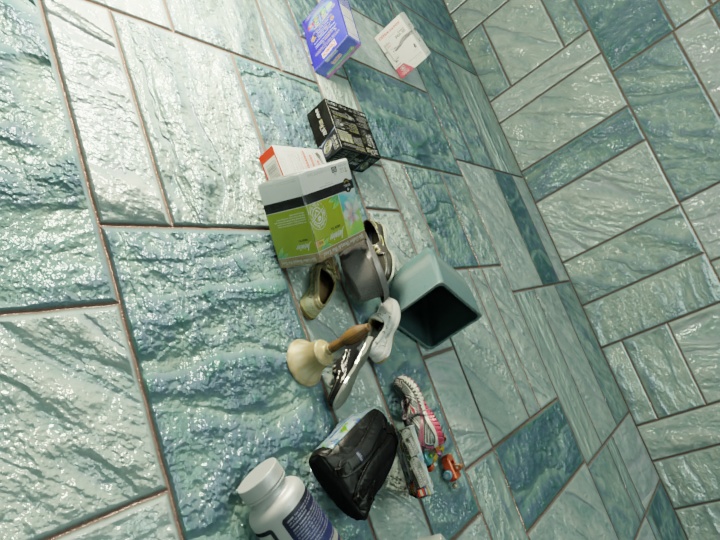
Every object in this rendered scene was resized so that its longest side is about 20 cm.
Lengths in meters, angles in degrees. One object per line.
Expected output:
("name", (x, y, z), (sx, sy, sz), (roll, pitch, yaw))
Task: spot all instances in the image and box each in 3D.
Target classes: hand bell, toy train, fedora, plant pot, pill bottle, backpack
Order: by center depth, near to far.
("pill bottle", (-0.120, 0.426, 0.956), (0.203, 0.110, 0.111), (57, 33, -7))
("backpack", (-0.005, 0.371, 1.145), (0.165, 0.153, 0.200), (52, 54, -7))
("hand bell", (-0.052, 0.157, 1.166), (0.103, 0.197, 0.107), (32, 42, -35))
("toy train", (0.201, 0.466, 1.390), (0.198, 0.055, 0.154), (18, 46, -60))
("fedora", (0.000, 0.000, 1.424), (0.179, 0.088, 0.204), (81, -13, -58))
("plant pot", (0.199, 0.059, 1.600), (0.194, 0.195, 0.204), (35, 32, -32))

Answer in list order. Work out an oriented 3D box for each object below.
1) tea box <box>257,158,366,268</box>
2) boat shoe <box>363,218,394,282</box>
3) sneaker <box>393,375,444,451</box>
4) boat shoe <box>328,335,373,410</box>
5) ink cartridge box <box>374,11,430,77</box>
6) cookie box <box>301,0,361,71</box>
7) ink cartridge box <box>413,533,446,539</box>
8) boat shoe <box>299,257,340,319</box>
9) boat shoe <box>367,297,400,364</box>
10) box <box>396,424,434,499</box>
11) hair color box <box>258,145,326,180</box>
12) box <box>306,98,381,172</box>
("tea box", (-0.107, -0.134, 1.310), (0.199, 0.130, 0.203), (-30, 110, -52))
("boat shoe", (0.043, -0.054, 1.533), (0.060, 0.071, 0.205), (24, 40, -36))
("sneaker", (0.127, 0.340, 1.360), (0.201, 0.073, 0.082), (-123, -164, -44))
("boat shoe", (-0.032, 0.220, 1.273), (0.059, 0.075, 0.202), (20, 53, 13))
("ink cartridge box", (0.172, -0.924, 2.314), (0.201, 0.145, 0.083), (51, 34, -12))
("cookie box", (-0.096, -0.760, 1.810), (0.074, 0.169, 0.206), (8, 60, -45))
("ink cartridge box", (0.127, 0.655, 1.093), (0.145, 0.143, 0.202), (49, 35, -17))
("boat shoe", (-0.084, 0.032, 1.338), (0.073, 0.062, 0.203), (43, 37, -23))
("boat shoe", (0.053, 0.137, 1.440), (0.069, 0.070, 0.203), (43, 38, -26))
("box", (0.112, 0.420, 1.235), (0.201, 0.039, 0.141), (91, -17, -70))
("hair color box", (-0.159, -0.251, 1.446), (0.198, 0.063, 0.114), (-11, 75, -54))
("box", (-0.047, -0.399, 1.684), (0.197, 0.085, 0.168), (-1, 66, -53))
